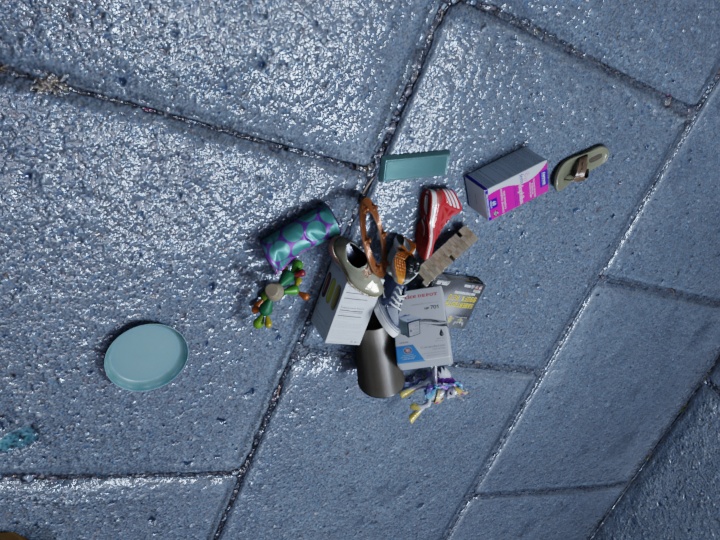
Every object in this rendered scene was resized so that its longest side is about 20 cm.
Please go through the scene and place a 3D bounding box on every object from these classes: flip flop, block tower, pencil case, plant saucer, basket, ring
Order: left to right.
[{"bbox_3d":[-0.520,0.207,1.651,0.198,0.027,0.202,-15,126,-21],"label":"plant saucer"},{"bbox_3d":[-0.141,-0.078,1.633,0.199,0.085,0.093,-30,95,-7],"label":"pencil case"},{"bbox_3d":[0.038,-0.082,1.669,0.019,0.202,0.201,-10,132,16],"label":"ring"},{"bbox_3d":[0.046,0.224,1.898,0.135,0.181,0.202,-13,117,-8],"label":"basket"},{"bbox_3d":[0.140,-0.262,1.714,0.198,0.019,0.071,-10,125,-25],"label":"plant saucer"},{"bbox_3d":[0.233,-0.039,1.868,0.200,0.058,0.054,-44,172,-4],"label":"block tower"},{"bbox_3d":[0.636,-0.291,1.943,0.199,0.058,0.082,-28,130,-10],"label":"flip flop"}]

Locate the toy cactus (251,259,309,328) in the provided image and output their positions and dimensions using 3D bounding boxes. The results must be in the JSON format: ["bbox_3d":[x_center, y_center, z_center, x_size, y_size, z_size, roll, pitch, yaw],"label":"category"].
[{"bbox_3d":[-0.201,0.063,1.657,0.200,0.102,0.165,-45,175,-3],"label":"toy cactus"}]

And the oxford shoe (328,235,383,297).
[{"bbox_3d":[0.000,0.000,1.641,0.071,0.074,0.200,-52,122,-14],"label":"oxford shoe"}]

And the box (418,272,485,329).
[{"bbox_3d":[0.252,0.087,1.987,0.198,0.048,0.160,9,115,-33],"label":"box"}]

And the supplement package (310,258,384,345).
[{"bbox_3d":[-0.036,0.078,1.777,0.109,0.114,0.202,7,115,-31],"label":"supplement package"}]

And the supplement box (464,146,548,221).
[{"bbox_3d":[0.392,-0.234,1.818,0.199,0.103,0.102,-28,129,-12],"label":"supplement box"}]

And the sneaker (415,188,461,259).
[{"bbox_3d":[0.216,-0.124,1.809,0.114,0.078,0.202,-9,125,-22],"label":"sneaker"}]

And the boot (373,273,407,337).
[{"bbox_3d":[0.084,0.079,1.781,0.090,0.201,0.073,-38,130,15],"label":"boot"}]

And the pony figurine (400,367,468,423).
[{"bbox_3d":[0.221,0.350,2.075,0.199,0.194,0.167,-26,129,13],"label":"pony figurine"}]

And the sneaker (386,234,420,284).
[{"bbox_3d":[0.102,-0.007,1.754,0.075,0.201,0.092,25,119,-8],"label":"sneaker"}]

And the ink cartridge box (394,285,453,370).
[{"bbox_3d":[0.164,0.156,1.840,0.145,0.202,0.086,-9,158,10],"label":"ink cartridge box"}]

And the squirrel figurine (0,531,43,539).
[{"bbox_3d":[-0.877,0.782,1.767,0.198,0.142,0.188,-6,130,-23],"label":"squirrel figurine"}]
